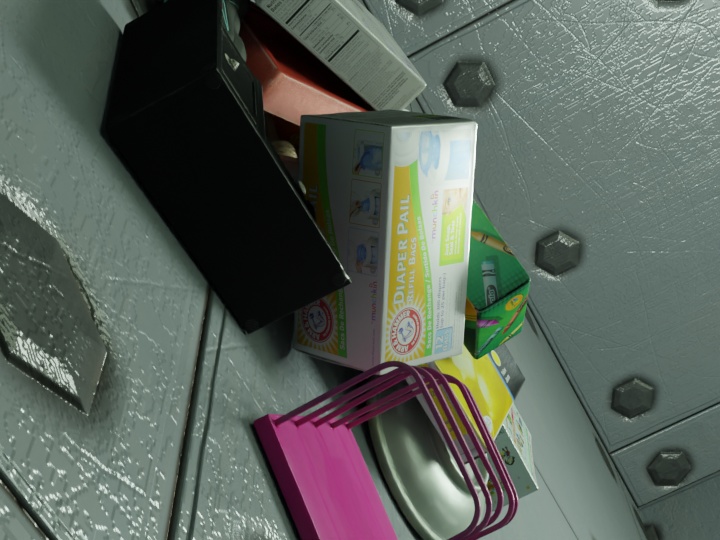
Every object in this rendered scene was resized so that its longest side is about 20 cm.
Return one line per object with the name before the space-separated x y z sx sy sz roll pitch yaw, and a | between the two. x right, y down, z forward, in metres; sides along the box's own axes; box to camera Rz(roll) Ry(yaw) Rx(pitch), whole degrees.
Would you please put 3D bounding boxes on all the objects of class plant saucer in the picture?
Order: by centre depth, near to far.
plant saucer | 0.078 0.169 1.236 0.200 0.050 0.201 49 27 -36
plant saucer | -0.067 -0.206 1.297 0.199 0.037 0.200 19 28 -45

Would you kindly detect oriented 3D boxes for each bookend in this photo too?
bookend | -0.099 -0.094 0.995 0.200 0.092 0.199 59 11 -29

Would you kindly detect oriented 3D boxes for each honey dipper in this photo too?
honey dipper | -0.095 -0.149 1.323 0.038 0.038 0.200 55 10 -40

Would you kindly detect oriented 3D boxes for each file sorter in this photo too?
file sorter | 0.032 0.151 0.951 0.140 0.125 0.200 65 11 13

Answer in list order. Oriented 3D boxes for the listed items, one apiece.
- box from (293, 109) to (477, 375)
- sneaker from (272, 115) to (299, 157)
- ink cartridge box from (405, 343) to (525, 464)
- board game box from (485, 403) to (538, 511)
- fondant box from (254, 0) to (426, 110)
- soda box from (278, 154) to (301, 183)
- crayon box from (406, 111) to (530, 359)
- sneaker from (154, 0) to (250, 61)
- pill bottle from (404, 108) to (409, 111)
box | 0.019 -0.026 1.058 0.112 0.101 0.201 -10 107 -46
sneaker | -0.038 -0.115 1.314 0.077 0.073 0.200 -4 35 -46
ink cartridge box | 0.080 0.061 1.239 0.201 0.047 0.198 61 24 -5
board game box | 0.122 0.142 1.417 0.201 0.064 0.148 60 12 -12
fondant box | -0.035 -0.254 1.283 0.200 0.058 0.145 39 15 -37
soda box | -0.052 -0.060 1.157 0.200 0.063 0.069 11 92 -76
crayon box | 0.074 -0.031 1.164 0.200 0.058 0.119 56 -10 22
sneaker | -0.147 -0.246 1.186 0.079 0.075 0.200 52 15 -37
pill bottle | 0.053 -0.099 1.679 0.201 0.119 0.120 66 11 15
